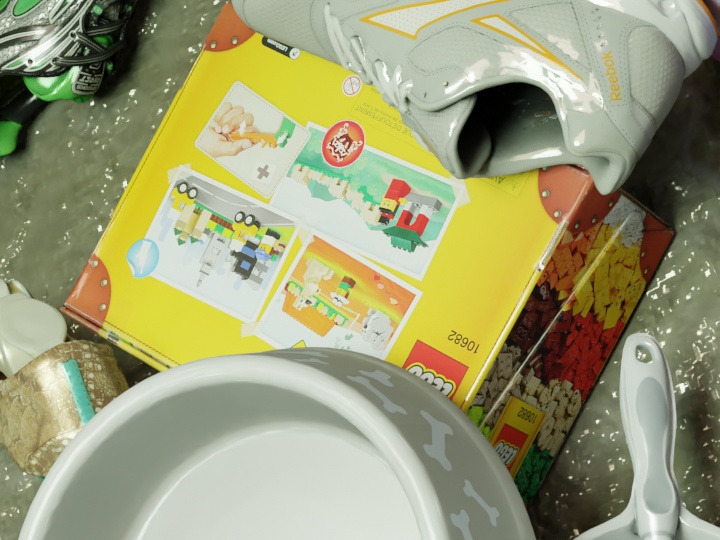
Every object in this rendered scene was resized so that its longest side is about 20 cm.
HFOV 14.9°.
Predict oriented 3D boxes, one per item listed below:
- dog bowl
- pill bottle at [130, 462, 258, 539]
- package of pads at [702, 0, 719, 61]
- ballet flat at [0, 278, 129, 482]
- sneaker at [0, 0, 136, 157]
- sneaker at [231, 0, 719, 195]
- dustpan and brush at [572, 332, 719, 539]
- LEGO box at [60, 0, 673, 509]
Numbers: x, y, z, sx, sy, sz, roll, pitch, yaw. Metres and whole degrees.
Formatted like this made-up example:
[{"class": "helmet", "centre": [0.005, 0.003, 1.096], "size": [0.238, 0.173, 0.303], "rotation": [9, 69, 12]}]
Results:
[{"class": "dog bowl", "centre": [-0.037, 0.121, 0.977], "size": [0.200, 0.059, 0.201], "rotation": [-6, 75, 25]}, {"class": "pill bottle", "centre": [-0.095, 0.159, 1.092], "size": [0.200, 0.113, 0.113], "rotation": [-42, 58, 11]}, {"class": "package of pads", "centre": [0.196, -0.103, 1.002], "size": [0.200, 0.120, 0.076], "rotation": [24, 81, 34]}, {"class": "ballet flat", "centre": [-0.138, 0.037, 1.139], "size": [0.200, 0.070, 0.065], "rotation": [16, 123, 63]}, {"class": "sneaker", "centre": [-0.120, -0.123, 1.230], "size": [0.200, 0.078, 0.085], "rotation": [-40, 65, 24]}, {"class": "sneaker", "centre": [0.027, -0.082, 1.036], "size": [0.200, 0.076, 0.092], "rotation": [11, 61, 30]}, {"class": "dustpan and brush", "centre": [0.107, 0.118, 1.001], "size": [0.139, 0.057, 0.200], "rotation": [1, 53, -4]}, {"class": "LEGO box", "centre": [0.000, 0.000, 1.109], "size": [0.200, 0.077, 0.149], "rotation": [28, 90, 33]}]
